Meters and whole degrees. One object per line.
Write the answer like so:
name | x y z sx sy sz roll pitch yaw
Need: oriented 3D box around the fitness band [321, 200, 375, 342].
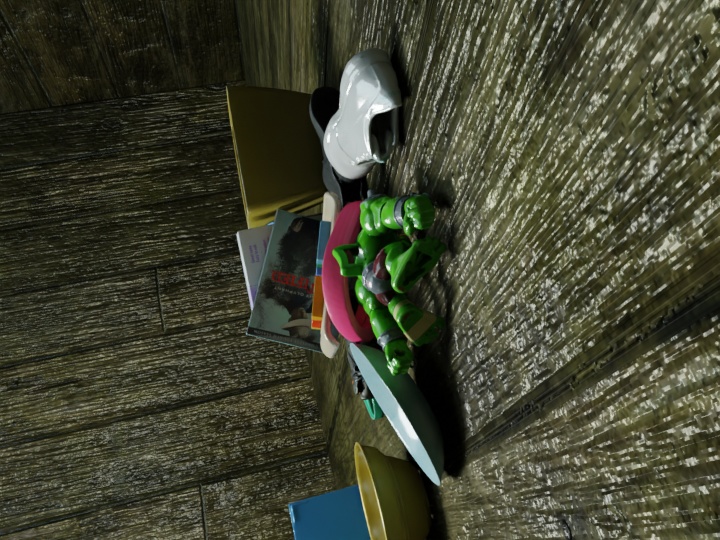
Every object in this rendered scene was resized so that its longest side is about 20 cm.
fitness band | 0.000 0.000 0.825 0.201 0.037 0.145 -73 -28 -47

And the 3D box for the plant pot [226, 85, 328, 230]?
plant pot | -0.121 -0.192 1.090 0.200 0.174 0.202 156 105 -80

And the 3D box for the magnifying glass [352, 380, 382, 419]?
magnifying glass | 0.011 0.238 1.260 0.200 0.022 0.081 -179 79 -81

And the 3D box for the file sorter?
file sorter | -0.006 0.451 1.084 0.123 0.198 0.140 90 165 -57

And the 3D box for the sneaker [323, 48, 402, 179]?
sneaker | 0.008 -0.152 0.744 0.089 0.075 0.200 62 163 21

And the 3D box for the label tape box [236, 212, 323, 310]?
label tape box | -0.109 -0.019 1.144 0.066 0.198 0.145 156 103 -77

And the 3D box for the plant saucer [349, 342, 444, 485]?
plant saucer | 0.054 0.167 0.796 0.202 0.038 0.201 57 171 15

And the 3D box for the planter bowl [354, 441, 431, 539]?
planter bowl | 0.054 0.349 0.961 0.200 0.082 0.203 170 90 -80

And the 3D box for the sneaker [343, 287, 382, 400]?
sneaker | 0.013 0.118 0.982 0.201 0.075 0.115 85 167 -46

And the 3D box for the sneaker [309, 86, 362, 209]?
sneaker | -0.037 -0.174 0.979 0.105 0.059 0.201 105 150 -58

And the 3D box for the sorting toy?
sorting toy | -0.049 0.013 0.890 0.185 0.036 0.202 111 160 -77

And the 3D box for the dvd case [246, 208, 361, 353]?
dvd case | -0.087 0.019 1.014 0.022 0.144 0.202 166 119 -79

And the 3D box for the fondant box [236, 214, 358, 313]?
fondant box | -0.091 -0.009 1.057 0.058 0.198 0.146 144 114 -79

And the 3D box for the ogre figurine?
ogre figurine | 0.032 -0.002 0.686 0.120 0.097 0.201 49 162 48
